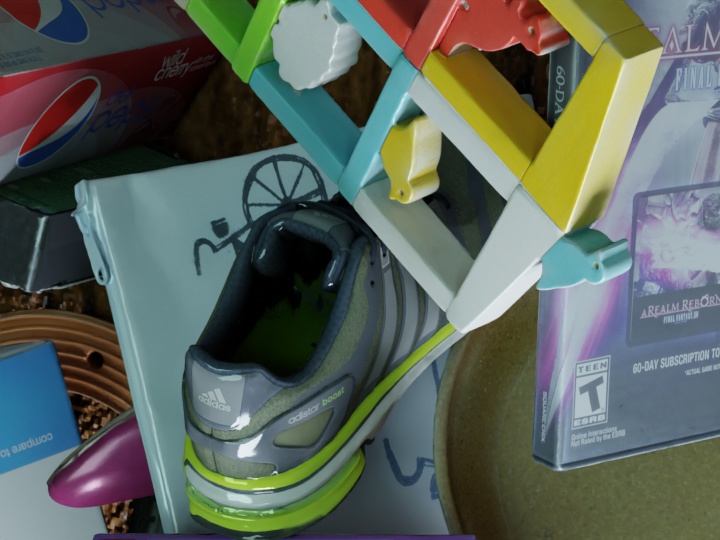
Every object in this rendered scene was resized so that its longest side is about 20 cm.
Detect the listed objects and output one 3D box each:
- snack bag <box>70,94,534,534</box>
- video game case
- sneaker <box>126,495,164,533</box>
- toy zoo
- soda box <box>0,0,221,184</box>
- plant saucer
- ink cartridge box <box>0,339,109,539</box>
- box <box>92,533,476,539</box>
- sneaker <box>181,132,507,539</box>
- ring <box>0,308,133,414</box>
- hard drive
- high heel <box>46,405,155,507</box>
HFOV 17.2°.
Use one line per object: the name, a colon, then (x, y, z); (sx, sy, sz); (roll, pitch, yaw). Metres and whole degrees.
snack bag: (0.002, 0.040, 0.910); (0.021, 0.199, 0.189); (153, 104, -68)
video game case: (0.121, -0.040, 0.805); (0.019, 0.142, 0.201); (23, 116, 52)
sneaker: (-0.035, 0.081, 1.000); (0.104, 0.060, 0.201); (18, 80, -15)
toy zoo: (0.021, -0.071, 0.772); (0.200, 0.020, 0.131); (49, 137, 21)
soda box: (-0.127, -0.083, 0.929); (0.070, 0.200, 0.063); (40, 113, 10)
plant saucer: (0.125, 0.073, 0.887); (0.199, 0.035, 0.201); (2, 67, -4)
ink cartridge box: (-0.168, 0.140, 1.007); (0.145, 0.084, 0.201); (-9, 98, 54)
box: (-0.014, 0.175, 0.862); (0.136, 0.039, 0.201); (-1, 132, 12)
sneaker: (0.000, 0.000, 0.839); (0.074, 0.200, 0.081); (17, 142, 20)
ring: (-0.131, 0.115, 1.073); (0.200, 0.019, 0.201); (5, 104, 23)
hard drive: (-0.173, -0.049, 0.982); (0.199, 0.140, 0.038); (22, 108, 22)
high heel: (-0.019, 0.074, 0.935); (0.199, 0.067, 0.096); (-24, 82, -18)
